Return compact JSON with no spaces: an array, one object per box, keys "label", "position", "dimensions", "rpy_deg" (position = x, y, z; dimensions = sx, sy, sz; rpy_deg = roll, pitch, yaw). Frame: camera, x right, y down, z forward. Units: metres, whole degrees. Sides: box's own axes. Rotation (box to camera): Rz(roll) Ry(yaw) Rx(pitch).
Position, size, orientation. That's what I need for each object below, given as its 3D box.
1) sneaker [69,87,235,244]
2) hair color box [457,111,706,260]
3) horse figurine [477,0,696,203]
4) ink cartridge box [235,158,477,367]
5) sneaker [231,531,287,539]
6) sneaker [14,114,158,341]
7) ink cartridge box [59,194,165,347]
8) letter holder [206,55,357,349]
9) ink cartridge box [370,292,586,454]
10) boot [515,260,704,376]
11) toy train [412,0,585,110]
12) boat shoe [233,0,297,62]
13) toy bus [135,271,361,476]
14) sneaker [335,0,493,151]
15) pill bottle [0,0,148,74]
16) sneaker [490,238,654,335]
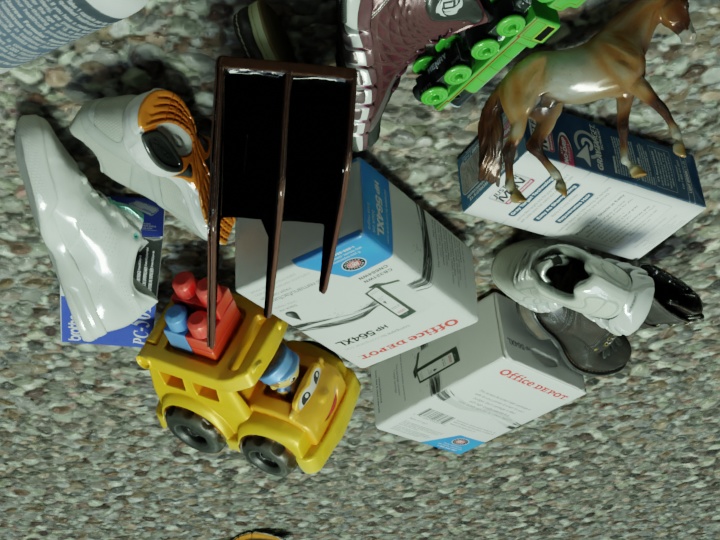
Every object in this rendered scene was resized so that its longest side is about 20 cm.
[{"label":"sneaker","position":[-0.165,-0.088,0.973],"dimensions":[0.090,0.077,0.200],"rpy_deg":[8,156,22]},{"label":"hair color box","position":[0.194,-0.077,1.031],"dimensions":[0.197,0.061,0.100],"rpy_deg":[13,145,-27]},{"label":"horse figurine","position":[0.165,-0.128,0.894],"dimensions":[0.197,0.135,0.050],"rpy_deg":[-16,168,29]},{"label":"ink cartridge box","position":[0.000,0.000,1.089],"dimensions":[0.144,0.086,0.199],"rpy_deg":[-23,143,28]},{"label":"sneaker","position":[-0.187,0.458,1.804],"dimensions":[0.197,0.078,0.078],"rpy_deg":[-22,142,23]},{"label":"sneaker","position":[-0.228,-0.044,0.987],"dimensions":[0.087,0.075,0.203],"rpy_deg":[-21,119,-15]},{"label":"ink cartridge box","position":[-0.238,0.004,1.115],"dimensions":[0.092,0.045,0.201],"rpy_deg":[4,147,-11]},{"label":"letter holder","position":[-0.063,-0.035,0.860],"dimensions":[0.099,0.144,0.201],"rpy_deg":[4,152,-5]},{"label":"ink cartridge box","position":[0.130,0.120,1.309],"dimensions":[0.145,0.086,0.199],"rpy_deg":[23,137,-38]},{"label":"boot","position":[0.271,0.052,1.193],"dimensions":[0.172,0.070,0.199],"rpy_deg":[-11,150,45]},{"label":"toy train","position":[0.113,-0.184,0.875],"dimensions":[0.056,0.042,0.199],"rpy_deg":[7,147,-38]},{"label":"boat shoe","position":[-0.071,-0.125,0.909],"dimensions":[0.064,0.074,0.201],"rpy_deg":[-13,147,4]},{"label":"toy bus","position":[-0.115,0.086,1.143],"dimensions":[0.197,0.137,0.194],"rpy_deg":[15,145,22]},{"label":"sneaker","position":[0.040,-0.164,0.864],"dimensions":[0.113,0.077,0.201],"rpy_deg":[-6,147,-4]},{"label":"pill bottle","position":[-0.193,-0.203,0.726],"dimensions":[0.197,0.121,0.120],"rpy_deg":[-18,146,20]},{"label":"sneaker","position":[0.178,0.001,1.080],"dimensions":[0.080,0.076,0.199],"rpy_deg":[21,177,-31]}]
